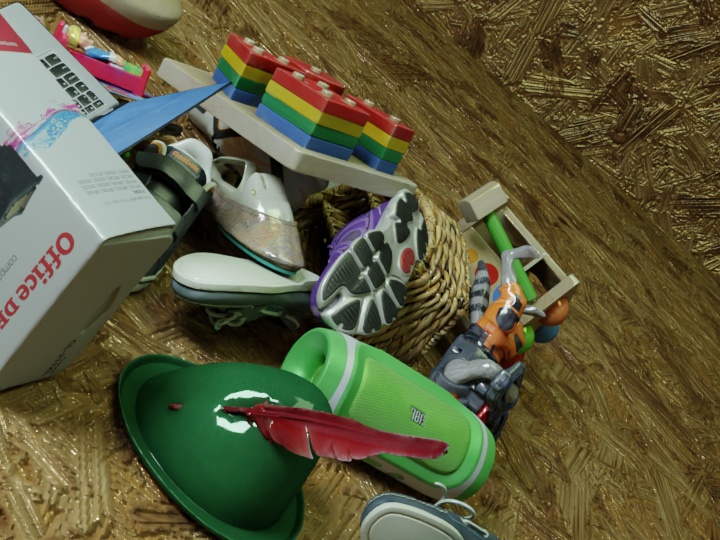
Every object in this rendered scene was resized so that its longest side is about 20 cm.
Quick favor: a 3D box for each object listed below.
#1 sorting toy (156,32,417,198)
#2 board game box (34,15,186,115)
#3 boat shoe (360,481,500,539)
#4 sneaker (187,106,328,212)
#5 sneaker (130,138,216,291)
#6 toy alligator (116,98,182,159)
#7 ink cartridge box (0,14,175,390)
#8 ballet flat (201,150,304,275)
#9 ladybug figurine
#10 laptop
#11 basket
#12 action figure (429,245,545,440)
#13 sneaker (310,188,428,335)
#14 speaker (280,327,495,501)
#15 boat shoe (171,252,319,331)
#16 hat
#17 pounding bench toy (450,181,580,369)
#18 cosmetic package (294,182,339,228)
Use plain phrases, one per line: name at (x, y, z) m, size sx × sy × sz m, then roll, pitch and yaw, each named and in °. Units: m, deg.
sorting toy at (-0.056, -0.155, 1.094) m, size 0.198 × 0.070 × 0.199 m, roll 36°, pitch 15°, yaw 31°
board game box at (-0.245, -0.197, 1.056) m, size 0.156 × 0.039 × 0.199 m, roll 26°, pitch 9°, yaw 26°
boat shoe at (0.068, 0.220, 0.907) m, size 0.199 × 0.075 × 0.062 m, roll 34°, pitch 24°, yaw -32°
sneaker at (-0.125, -0.124, 1.204) m, size 0.199 × 0.080 × 0.074 m, roll 37°, pitch -14°, yaw 32°
sneaker at (-0.175, -0.059, 0.971) m, size 0.078 × 0.079 × 0.201 m, roll 39°, pitch 22°, yaw -15°
toy alligator at (-0.228, -0.123, 1.033) m, size 0.199 × 0.058 × 0.055 m, roll 13°, pitch 79°, yaw -58°
ink cartridge box at (-0.235, -0.047, 0.726) m, size 0.200 × 0.146 × 0.083 m, roll 48°, pitch 22°, yaw 11°
ballet flat at (-0.105, -0.063, 1.038) m, size 0.067 × 0.068 × 0.199 m, roll 14°, pitch 13°, yaw -41°
ladybug figurine at (-0.282, -0.314, 1.262) m, size 0.199 × 0.072 × 0.137 m, roll 24°, pitch 28°, yaw -43°
laptop at (-0.239, -0.141, 0.860) m, size 0.200 × 0.116 × 0.187 m, roll 45°, pitch 42°, yaw 2°
basket at (0.015, -0.022, 1.173) m, size 0.148 × 0.143 × 0.201 m, roll 34°, pitch 22°, yaw -27°
action figure at (0.120, 0.095, 1.151) m, size 0.103 × 0.195 × 0.201 m, roll 27°, pitch -27°, yaw 13°
sneaker at (0.000, 0.000, 1.044) m, size 0.082 × 0.082 × 0.200 m, roll 63°, pitch 31°, yaw -15°
speaker at (0.025, 0.127, 0.988) m, size 0.199 × 0.089 × 0.089 m, roll 33°, pitch 23°, yaw -29°
boat shoe at (-0.097, 0.026, 0.972) m, size 0.072 × 0.063 × 0.199 m, roll 25°, pitch 10°, yaw 23°
hat at (-0.045, 0.081, 0.802) m, size 0.200 × 0.176 × 0.165 m, roll 46°, pitch 20°, yaw 6°
pounding bench toy at (0.159, 0.010, 1.286) m, size 0.157 × 0.123 × 0.201 m, roll 51°, pitch -17°, yaw 17°
cosmetic package at (-0.059, -0.124, 1.361) m, size 0.150 × 0.052 × 0.201 m, roll 20°, pitch 31°, yaw -45°
